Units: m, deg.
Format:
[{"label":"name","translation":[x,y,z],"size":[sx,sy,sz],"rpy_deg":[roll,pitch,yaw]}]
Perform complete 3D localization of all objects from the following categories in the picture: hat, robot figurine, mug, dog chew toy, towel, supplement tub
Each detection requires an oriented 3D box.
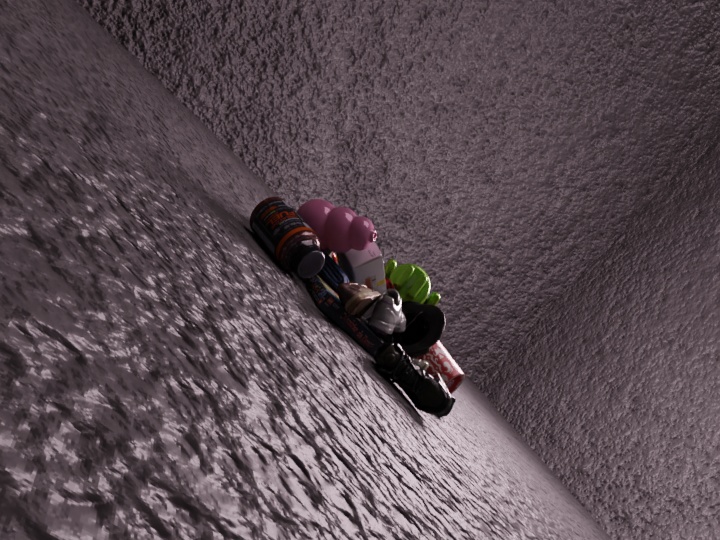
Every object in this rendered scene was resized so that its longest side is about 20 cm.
[{"label":"hat","translation":[0.123,0.166,1.607],"size":[0.201,0.198,0.082],"rpy_deg":[48,-16,56]},{"label":"robot figurine","translation":[0.123,0.055,1.754],"size":[0.174,0.116,0.200],"rpy_deg":[34,-18,8]},{"label":"mug","translation":[0.180,0.234,1.709],"size":[0.200,0.134,0.177],"rpy_deg":[50,16,30]},{"label":"dog chew toy","translation":[-0.057,-0.098,1.535],"size":[0.197,0.127,0.124],"rpy_deg":[10,-10,19]},{"label":"towel","translation":[-0.062,0.028,1.592],"size":[0.112,0.048,0.200],"rpy_deg":[47,-11,16]},{"label":"supplement tub","translation":[-0.158,-0.070,1.447],"size":[0.200,0.107,0.107],"rpy_deg":[46,3,36]}]

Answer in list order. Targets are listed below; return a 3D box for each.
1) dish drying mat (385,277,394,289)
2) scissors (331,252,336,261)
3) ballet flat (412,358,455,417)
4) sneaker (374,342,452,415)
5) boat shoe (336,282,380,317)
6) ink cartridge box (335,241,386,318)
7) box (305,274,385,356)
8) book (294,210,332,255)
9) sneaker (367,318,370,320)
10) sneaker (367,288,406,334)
[{"label":"dish drying mat","translation":[0.052,0.039,1.727],"size":[0.200,0.018,0.078],"rpy_deg":[-146,-142,-67]},{"label":"scissors","translation":[-0.099,-0.079,1.699],"size":[0.073,0.014,0.201],"rpy_deg":[38,-18,23]},{"label":"ballet flat","translation":[0.154,0.262,1.574],"size":[0.200,0.073,0.073],"rpy_deg":[46,3,24]},{"label":"sneaker","translation":[0.097,0.217,1.333],"size":[0.199,0.076,0.114],"rpy_deg":[43,3,39]},{"label":"boat shoe","translation":[-0.010,0.053,1.413],"size":[0.072,0.072,0.200],"rpy_deg":[46,9,11]},{"label":"ink cartridge box","translation":[0.000,0.000,1.647],"size":[0.202,0.082,0.146],"rpy_deg":[82,-18,-47]},{"label":"box","translation":[-0.031,0.103,1.469],"size":[0.200,0.038,0.137],"rpy_deg":[44,3,-25]},{"label":"book","translation":[-0.136,-0.067,1.714],"size":[0.133,0.048,0.200],"rpy_deg":[42,-18,6]},{"label":"sneaker","translation":[0.095,0.170,1.828],"size":[0.200,0.091,0.076],"rpy_deg":[46,-7,-12]},{"label":"sneaker","translation":[0.077,0.094,1.521],"size":[0.074,0.101,0.200],"rpy_deg":[21,5,12]}]
